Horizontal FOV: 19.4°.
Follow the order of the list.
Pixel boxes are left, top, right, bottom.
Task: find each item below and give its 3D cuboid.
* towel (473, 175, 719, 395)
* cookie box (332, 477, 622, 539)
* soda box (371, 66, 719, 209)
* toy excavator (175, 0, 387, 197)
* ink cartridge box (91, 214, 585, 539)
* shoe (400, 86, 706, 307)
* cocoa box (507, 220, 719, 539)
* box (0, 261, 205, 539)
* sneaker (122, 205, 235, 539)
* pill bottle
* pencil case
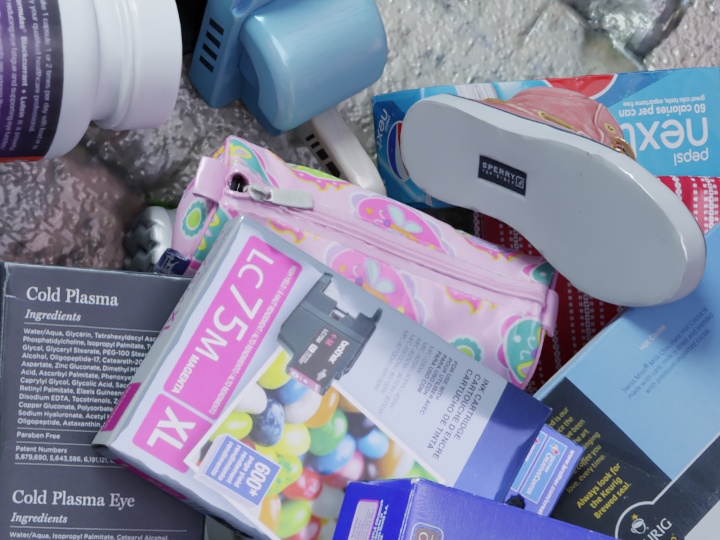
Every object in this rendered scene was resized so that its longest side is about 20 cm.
[{"bbox_3d":[0.155,0.017,1.175,0.200,0.022,0.145,0,83,-26],"label":"towel"},{"bbox_3d":[0.074,0.195,0.886,0.200,0.075,0.171,20,78,-21],"label":"cookie box"},{"bbox_3d":[0.110,-0.076,1.207,0.200,0.064,0.068,-6,93,-26],"label":"soda box"},{"bbox_3d":[-0.029,-0.092,1.112,0.100,0.195,0.200,-29,74,-23],"label":"toy excavator"},{"bbox_3d":[-0.001,0.077,0.929,0.200,0.042,0.119,33,77,-13],"label":"ink cartridge box"},{"bbox_3d":[0.117,-0.045,1.068,0.091,0.200,0.072,-13,120,-39],"label":"shoe"},{"bbox_3d":[0.152,0.092,1.063,0.131,0.133,0.200,46,65,6],"label":"cocoa box"},{"bbox_3d":[-0.151,0.089,1.006,0.104,0.200,0.182,4,89,-24],"label":"box"},{"bbox_3d":[-0.073,0.065,1.111,0.082,0.075,0.200,-3,90,-24],"label":"sneaker"},{"bbox_3d":[-0.195,-0.107,1.035,0.200,0.111,0.112,-4,92,-25],"label":"pill bottle"},{"bbox_3d":[0.000,0.000,1.069,0.200,0.087,0.088,22,80,-12],"label":"pencil case"}]
